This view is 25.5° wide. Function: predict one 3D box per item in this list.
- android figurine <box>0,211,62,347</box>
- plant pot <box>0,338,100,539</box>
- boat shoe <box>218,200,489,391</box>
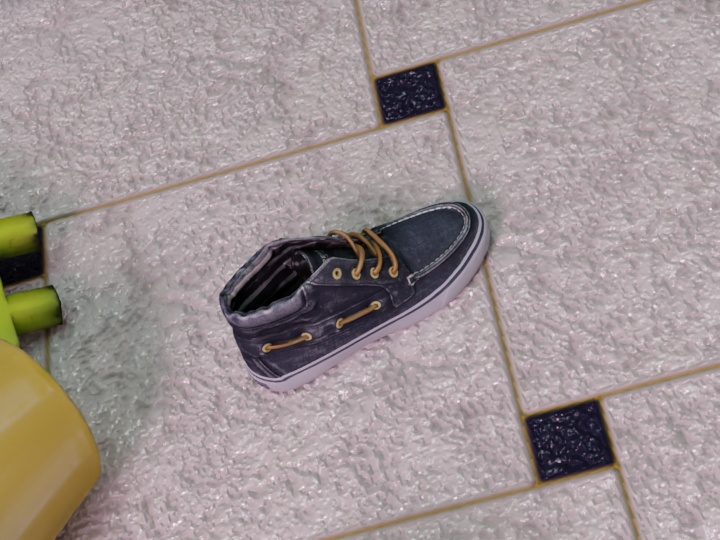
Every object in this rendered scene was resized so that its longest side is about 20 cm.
[{"bbox_3d":[-0.323,0.022,1.153,0.199,0.041,0.183,-16,73,-17],"label":"android figurine"},{"bbox_3d":[-0.275,0.145,1.010,0.200,0.202,0.189,25,51,30],"label":"plant pot"},{"bbox_3d":[0.000,0.000,1.083,0.200,0.091,0.071,-35,53,-9],"label":"boat shoe"}]
